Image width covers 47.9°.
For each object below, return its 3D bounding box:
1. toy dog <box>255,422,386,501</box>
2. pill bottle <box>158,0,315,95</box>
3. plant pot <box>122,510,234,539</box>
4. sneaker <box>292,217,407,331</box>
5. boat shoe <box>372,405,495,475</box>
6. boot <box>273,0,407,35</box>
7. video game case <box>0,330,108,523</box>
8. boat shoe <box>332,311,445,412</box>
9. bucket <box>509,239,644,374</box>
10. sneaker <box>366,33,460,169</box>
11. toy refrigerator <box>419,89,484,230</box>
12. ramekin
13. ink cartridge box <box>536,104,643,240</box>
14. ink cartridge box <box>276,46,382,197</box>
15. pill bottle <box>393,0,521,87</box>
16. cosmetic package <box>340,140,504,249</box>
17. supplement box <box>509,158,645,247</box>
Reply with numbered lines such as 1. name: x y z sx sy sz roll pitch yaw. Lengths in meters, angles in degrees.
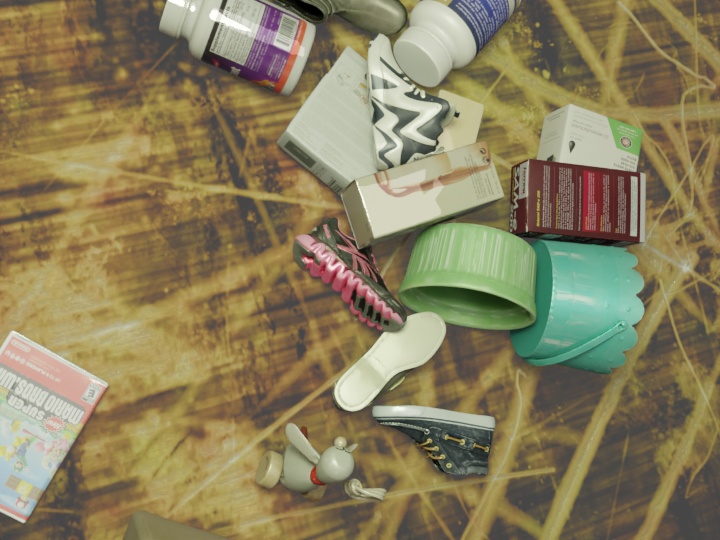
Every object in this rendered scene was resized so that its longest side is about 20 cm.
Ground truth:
1. toy dog: -0.058 0.247 1.087 0.132 0.199 0.097 34 56 -38
2. pill bottle: -0.172 -0.331 1.125 0.198 0.111 0.112 21 79 -15
3. plant pot: -0.220 0.440 1.005 0.199 0.177 0.201 23 78 -14
4. sneaker: 0.000 0.000 1.163 0.200 0.079 0.095 43 58 5
5. boat shoe: 0.108 0.249 1.186 0.198 0.071 0.092 11 78 -19
6. boot: -0.038 -0.375 1.156 0.199 0.068 0.131 27 38 0
7. video game case: -0.438 0.199 1.037 0.142 0.017 0.201 32 76 -14
8. boat shoe: 0.040 0.133 1.181 0.201 0.060 0.072 -38 83 -18
9. bucket: 0.314 0.052 1.210 0.133 0.207 0.209 8 82 -8
10. sneaker: 0.077 -0.248 1.172 0.128 0.080 0.201 -4 73 -2
11. toy refrigerator: 0.121 -0.161 1.232 0.075 0.070 0.202 16 79 -10
12. ramekin: 0.159 0.009 1.165 0.198 0.200 0.099 18 72 -16
13. ink cartridge box: 0.357 -0.142 1.299 0.145 0.084 0.202 14 81 -16
14. ink cartridge box: -0.011 -0.214 1.214 0.162 0.057 0.201 37 55 -12
15. pill bottle: 0.144 -0.380 1.230 0.120 0.120 0.200 43 73 -10
16. cosmetic package: 0.084 -0.105 1.127 0.198 0.103 0.088 -19 89 -16
17. supplement box: 0.324 -0.098 1.209 0.198 0.061 0.110 5 83 -16
